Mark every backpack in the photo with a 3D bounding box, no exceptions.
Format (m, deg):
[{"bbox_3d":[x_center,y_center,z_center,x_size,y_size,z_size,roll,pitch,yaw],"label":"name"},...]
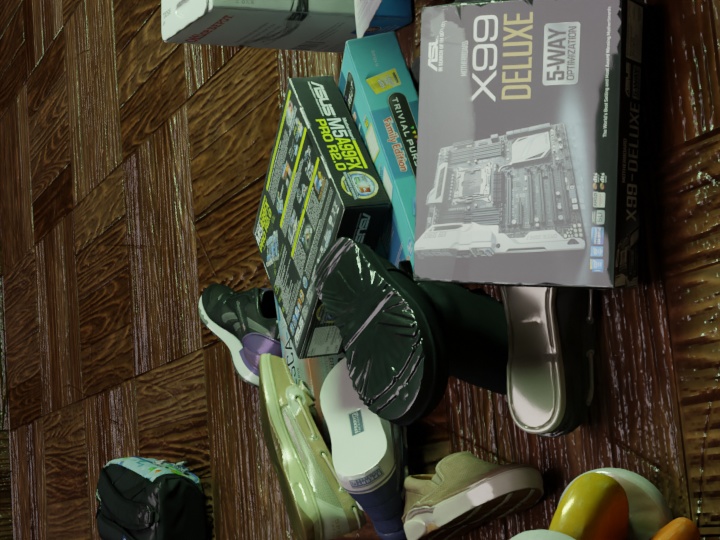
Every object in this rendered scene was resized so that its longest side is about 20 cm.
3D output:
[{"bbox_3d":[-0.277,0.321,1.908,0.199,0.153,0.164,7,100,43],"label":"backpack"}]

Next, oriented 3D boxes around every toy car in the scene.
[{"bbox_3d":[0.165,0.236,0.932,0.149,0.175,0.201,21,114,25],"label":"toy car"}]

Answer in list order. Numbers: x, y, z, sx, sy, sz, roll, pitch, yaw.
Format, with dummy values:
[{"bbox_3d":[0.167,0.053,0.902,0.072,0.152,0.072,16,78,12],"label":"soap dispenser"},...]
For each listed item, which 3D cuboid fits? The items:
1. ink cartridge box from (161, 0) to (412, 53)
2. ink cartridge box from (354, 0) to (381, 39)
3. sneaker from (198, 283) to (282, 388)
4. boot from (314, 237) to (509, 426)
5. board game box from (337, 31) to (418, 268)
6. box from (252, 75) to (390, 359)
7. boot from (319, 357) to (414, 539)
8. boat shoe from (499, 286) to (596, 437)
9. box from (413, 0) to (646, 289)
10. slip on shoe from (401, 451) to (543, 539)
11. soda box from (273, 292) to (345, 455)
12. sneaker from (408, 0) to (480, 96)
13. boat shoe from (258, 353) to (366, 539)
[{"bbox_3d":[-0.072,-0.260,1.348,0.144,0.199,0.085,170,98,-65],"label":"ink cartridge box"},{"bbox_3d":[0.043,-0.314,1.229,0.162,0.050,0.201,124,150,-51],"label":"ink cartridge box"},{"bbox_3d":[-0.116,0.051,1.632,0.200,0.075,0.088,47,117,51],"label":"sneaker"},{"bbox_3d":[0.061,0.058,1.074,0.073,0.162,0.198,-54,35,18],"label":"boot"},{"bbox_3d":[0.030,-0.078,1.240,0.151,0.047,0.201,106,148,-67],"label":"board game box"},{"bbox_3d":[-0.040,-0.045,1.285,0.201,0.044,0.161,108,149,-45],"label":"box"},{"bbox_3d":[0.012,0.160,1.332,0.200,0.072,0.091,-89,-24,-59],"label":"boot"},{"bbox_3d":[0.141,0.022,1.065,0.067,0.057,0.201,-2,84,38],"label":"boat shoe"},{"bbox_3d":[0.118,-0.089,1.019,0.157,0.050,0.201,3,91,32],"label":"box"},{"bbox_3d":[0.084,0.176,1.175,0.200,0.076,0.061,128,133,-65],"label":"slip on shoe"},{"bbox_3d":[-0.033,0.104,1.428,0.064,0.068,0.201,-37,57,58],"label":"soda box"},{"bbox_3d":[0.103,-0.160,1.139,0.200,0.076,0.091,126,131,-66],"label":"sneaker"},{"bbox_3d":[-0.051,0.160,1.343,0.073,0.063,0.201,92,162,-47],"label":"boat shoe"}]
